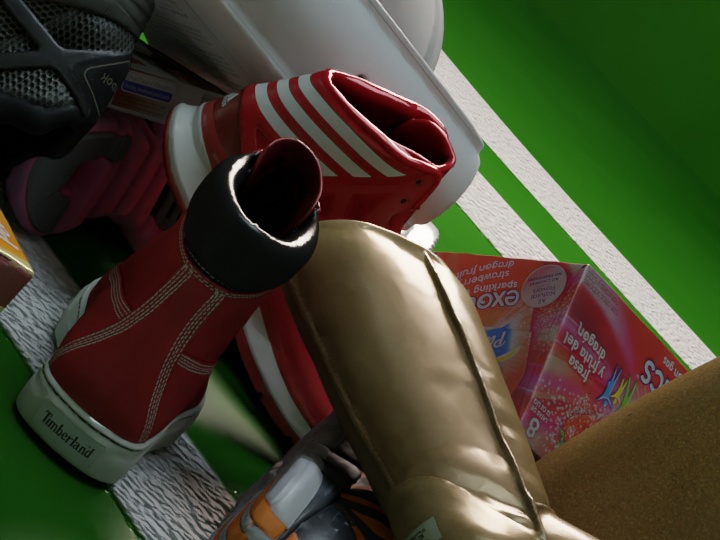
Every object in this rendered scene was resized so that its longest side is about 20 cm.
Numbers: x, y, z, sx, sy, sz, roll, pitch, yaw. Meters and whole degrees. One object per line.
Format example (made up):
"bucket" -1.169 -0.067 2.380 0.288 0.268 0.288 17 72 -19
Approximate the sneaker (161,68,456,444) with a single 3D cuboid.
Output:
"sneaker" 0.000 0.000 1.260 0.078 0.115 0.200 -83 151 -53

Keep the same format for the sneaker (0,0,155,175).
"sneaker" -0.200 -0.099 1.234 0.199 0.114 0.076 17 -15 10

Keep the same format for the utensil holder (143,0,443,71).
"utensil holder" -0.048 -0.175 1.519 0.170 0.170 0.200 48 -10 22

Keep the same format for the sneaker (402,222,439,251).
"sneaker" -0.026 -0.038 1.610 0.129 0.080 0.199 30 25 -7

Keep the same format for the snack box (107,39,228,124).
"snack box" -0.144 -0.114 1.348 0.072 0.024 0.200 14 14 -43

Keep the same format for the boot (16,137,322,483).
"boot" -0.061 0.001 1.157 0.072 0.144 0.200 40 10 -4

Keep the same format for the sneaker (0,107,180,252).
"sneaker" -0.133 -0.063 1.355 0.095 0.079 0.200 35 7 20

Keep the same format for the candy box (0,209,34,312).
"candy box" -0.209 -0.059 1.091 0.115 0.055 0.200 34 15 -39

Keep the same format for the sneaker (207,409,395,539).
"sneaker" 0.005 0.120 1.160 0.112 0.078 0.200 47 22 -1

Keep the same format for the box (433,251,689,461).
"box" 0.104 0.082 1.394 0.102 0.095 0.200 7 -27 41

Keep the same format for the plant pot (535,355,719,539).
"plant pot" 0.144 0.130 1.252 0.186 0.200 0.186 41 11 -9

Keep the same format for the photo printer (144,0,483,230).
"photo printer" -0.048 -0.118 1.319 0.200 0.069 0.166 49 -13 -33

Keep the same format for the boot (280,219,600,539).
"boot" 0.060 0.078 1.143 0.175 0.066 0.200 28 27 -38
